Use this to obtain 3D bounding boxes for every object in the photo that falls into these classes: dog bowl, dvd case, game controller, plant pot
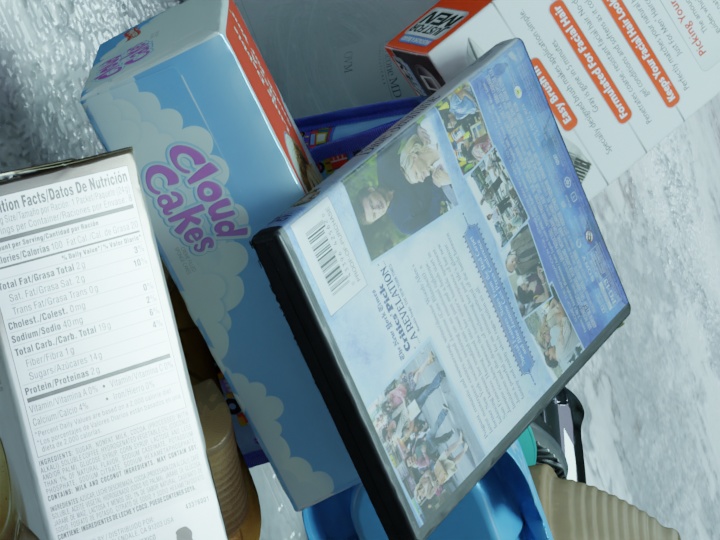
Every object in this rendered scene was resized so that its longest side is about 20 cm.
[{"bbox_3d":[0.045,0.143,0.952,0.050,0.111,0.201,-72,145,-63],"label":"dog bowl"},{"bbox_3d":[0.042,0.004,0.838,0.200,0.017,0.144,-41,113,-46],"label":"dvd case"},{"bbox_3d":[0.135,0.172,1.338,0.104,0.042,0.202,42,43,-70],"label":"game controller"},{"bbox_3d":[0.144,0.204,1.111,0.201,0.092,0.203,-12,90,-79],"label":"plant pot"}]

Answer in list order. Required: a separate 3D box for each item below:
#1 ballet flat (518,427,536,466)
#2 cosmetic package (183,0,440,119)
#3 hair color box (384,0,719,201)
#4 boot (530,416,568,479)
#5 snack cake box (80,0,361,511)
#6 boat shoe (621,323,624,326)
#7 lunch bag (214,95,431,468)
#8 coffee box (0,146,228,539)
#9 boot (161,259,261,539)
[{"bbox_3d":[0.041,0.082,1.116,0.200,0.072,0.074,33,51,-61],"label":"ballet flat"},{"bbox_3d":[0.027,-0.138,1.065,0.201,0.198,0.123,68,29,-17],"label":"cosmetic package"},{"bbox_3d":[0.124,-0.124,0.953,0.111,0.200,0.064,54,-10,-20],"label":"hair color box"},{"bbox_3d":[0.086,0.027,1.264,0.165,0.065,0.201,48,36,-42],"label":"boot"},{"bbox_3d":[-0.043,-0.012,0.850,0.115,0.067,0.201,-95,159,-72],"label":"snack cake box"},{"bbox_3d":[0.067,0.013,1.144,0.198,0.075,0.069,-1,69,-31],"label":"boat shoe"},{"bbox_3d":[0.000,0.000,0.957,0.152,0.198,0.094,68,29,-18],"label":"lunch bag"},{"bbox_3d":[-0.124,0.061,0.773,0.079,0.113,0.202,-17,95,-36],"label":"coffee box"},{"bbox_3d":[-0.098,0.066,0.891,0.145,0.070,0.202,91,-23,-44],"label":"boot"}]
